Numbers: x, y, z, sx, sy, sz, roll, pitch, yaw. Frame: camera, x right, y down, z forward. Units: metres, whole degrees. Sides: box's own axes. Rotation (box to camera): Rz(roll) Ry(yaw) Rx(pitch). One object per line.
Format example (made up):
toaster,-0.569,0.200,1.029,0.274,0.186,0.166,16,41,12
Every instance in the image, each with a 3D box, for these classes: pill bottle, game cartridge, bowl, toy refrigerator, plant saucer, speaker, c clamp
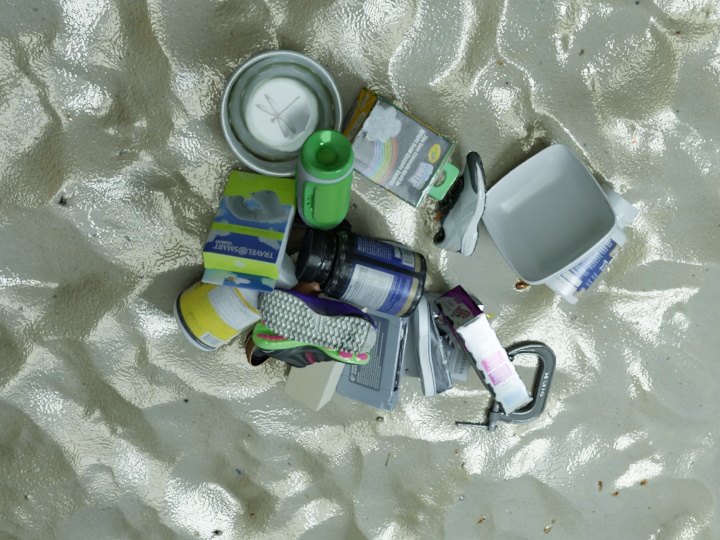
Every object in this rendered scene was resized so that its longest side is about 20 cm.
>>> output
pill bottle,0.000,0.000,1.355,0.198,0.112,0.113,17,105,-16
game cartridge,0.015,0.137,1.482,0.132,0.041,0.202,17,108,31
pill bottle,0.401,-0.049,1.490,0.110,0.111,0.201,34,100,-20
bowl,0.325,-0.089,1.432,0.199,0.201,0.074,-36,155,16
toy refrigerator,-0.062,0.138,1.468,0.075,0.070,0.202,27,112,15
plant saucer,-0.128,-0.255,1.347,0.198,0.050,0.203,-3,108,-8
speaker,-0.056,-0.135,1.285,0.087,0.200,0.089,2,68,-4
c clamp,0.293,0.229,1.612,0.169,0.027,0.202,11,107,-14
pill bottle,-0.204,0.041,1.382,0.199,0.112,0.112,-33,112,17

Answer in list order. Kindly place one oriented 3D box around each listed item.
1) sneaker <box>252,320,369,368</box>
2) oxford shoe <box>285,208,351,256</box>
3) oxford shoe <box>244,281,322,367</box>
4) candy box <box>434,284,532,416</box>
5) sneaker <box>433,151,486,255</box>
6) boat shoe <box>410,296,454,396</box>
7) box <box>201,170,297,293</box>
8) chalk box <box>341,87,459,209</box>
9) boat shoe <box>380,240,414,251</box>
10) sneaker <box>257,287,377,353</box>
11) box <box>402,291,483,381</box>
sneaker,-0.081,0.122,1.393,0.198,0.077,0.084,11,150,-1
oxford shoe,-0.114,-0.062,1.414,0.197,0.073,0.085,1,116,-1
oxford shoe,-0.129,0.092,1.448,0.071,0.071,0.201,33,106,-19
candy box,0.215,0.139,1.465,0.061,0.137,0.201,-32,112,1
sneaker,0.171,-0.111,1.426,0.078,0.074,0.202,6,127,-2
boat shoe,0.133,0.132,1.480,0.067,0.072,0.202,-11,113,-5
box,-0.173,-0.066,1.321,0.120,0.202,0.048,9,143,4
chalk box,0.067,-0.192,1.371,0.199,0.124,0.125,30,100,-20
boat shoe,0.010,-0.005,1.462,0.198,0.071,0.070,2,136,-16
sneaker,-0.066,0.075,1.328,0.198,0.100,0.070,20,104,5
box,0.113,0.119,1.532,0.198,0.041,0.158,6,107,-14
